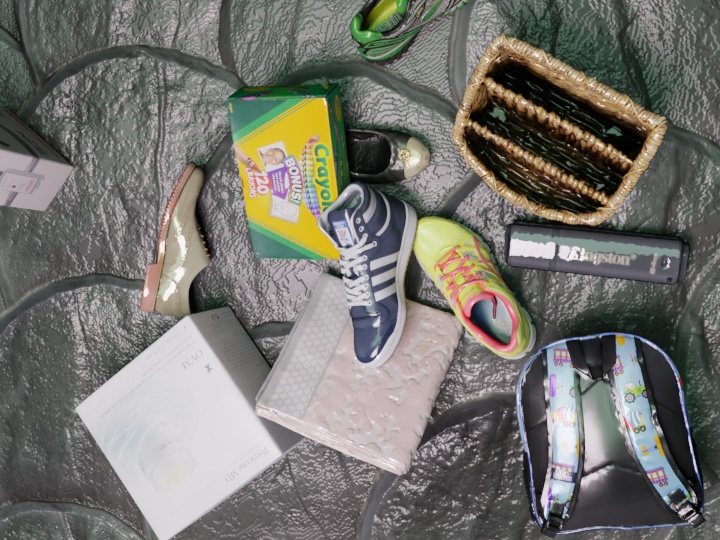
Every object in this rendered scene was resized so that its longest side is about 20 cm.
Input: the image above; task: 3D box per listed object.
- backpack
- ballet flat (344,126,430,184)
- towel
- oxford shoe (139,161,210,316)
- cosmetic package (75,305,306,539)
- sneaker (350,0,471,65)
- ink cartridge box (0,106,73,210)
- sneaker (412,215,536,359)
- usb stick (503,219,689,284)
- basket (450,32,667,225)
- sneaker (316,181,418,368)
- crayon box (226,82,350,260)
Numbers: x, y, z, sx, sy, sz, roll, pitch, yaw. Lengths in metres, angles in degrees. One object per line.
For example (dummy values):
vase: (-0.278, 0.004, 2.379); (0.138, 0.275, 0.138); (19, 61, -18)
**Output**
backpack: (0.256, 0.164, 0.813); (0.181, 0.134, 0.202); (-11, 90, 16)
ballet flat: (-0.015, -0.142, 0.914); (0.199, 0.057, 0.067); (8, 93, 15)
towel: (0.001, 0.109, 0.880); (0.190, 0.032, 0.201); (19, 62, 13)
oxford shoe: (-0.225, -0.038, 0.983); (0.073, 0.071, 0.201); (15, 96, -11)
cosmetic package: (-0.204, 0.186, 0.949); (0.199, 0.123, 0.200); (-38, 84, 14)
sneaker: (0.071, -0.318, 0.869); (0.200, 0.085, 0.078); (-44, 81, 12)
ink cartridge box: (-0.491, -0.157, 0.972); (0.146, 0.200, 0.083); (40, 98, 10)
sneaker: (0.126, 0.016, 0.866); (0.078, 0.090, 0.200); (-43, 80, 15)
usb stick: (0.261, -0.021, 0.856); (0.199, 0.033, 0.056); (7, 96, 14)
basket: (0.197, -0.135, 0.810); (0.199, 0.149, 0.143); (33, 100, 11)
sneaker: (0.000, 0.000, 0.844); (0.070, 0.108, 0.201); (-7, 65, 43)
crayon box: (-0.076, -0.113, 0.892); (0.118, 0.058, 0.201); (2, 119, 15)
